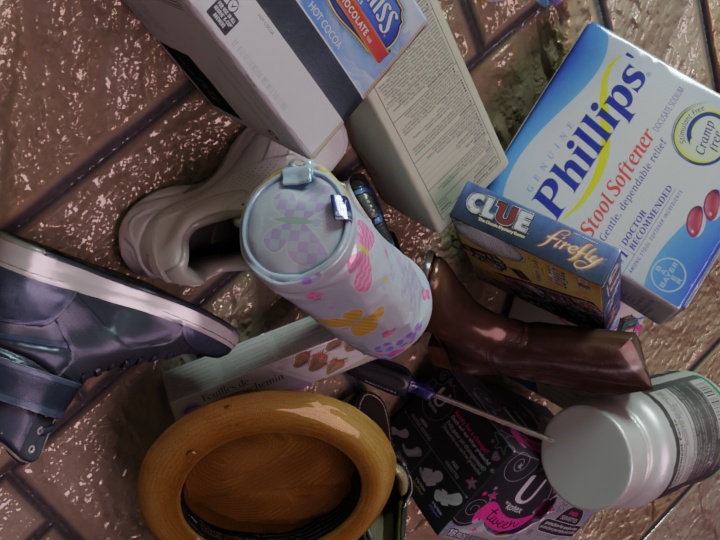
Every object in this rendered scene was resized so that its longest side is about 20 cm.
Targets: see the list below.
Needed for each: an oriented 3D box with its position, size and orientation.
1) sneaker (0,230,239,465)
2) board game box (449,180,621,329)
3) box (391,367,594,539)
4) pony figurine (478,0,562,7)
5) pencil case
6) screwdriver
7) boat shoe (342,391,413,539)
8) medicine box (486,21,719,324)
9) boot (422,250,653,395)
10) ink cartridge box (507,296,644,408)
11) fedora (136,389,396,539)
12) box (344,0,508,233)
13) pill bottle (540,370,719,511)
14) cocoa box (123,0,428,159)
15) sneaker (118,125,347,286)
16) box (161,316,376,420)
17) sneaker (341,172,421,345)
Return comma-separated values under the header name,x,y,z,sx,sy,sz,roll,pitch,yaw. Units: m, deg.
name,x,y,z,sx,sy,sz,roll,pitch,yaw
sneaker,-0.192,0.071,0.829,0.201,0.077,0.147,21,87,-36
board game box,0.155,-0.004,0.987,0.035,0.135,0.200,-61,163,-7
box,0.137,0.193,1.139,0.199,0.132,0.115,25,109,-45
pony figurine,0.161,-0.292,0.921,0.199,0.167,0.193,-13,153,-40
pencil case,-0.013,-0.002,0.830,0.083,0.091,0.200,-19,154,14
screwdriver,0.080,0.121,1.044,0.028,0.199,0.029,-62,175,-53
boat shoe,0.015,0.187,1.010,0.073,0.201,0.065,32,130,-32
medicine box,0.237,-0.084,1.029,0.183,0.199,0.103,-57,171,-5
boot,0.151,0.050,0.979,0.187,0.198,0.065,63,40,-62
ink cartridge box,0.218,0.028,1.141,0.067,0.116,0.202,-5,116,-47
fedora,-0.074,0.152,0.905,0.199,0.082,0.202,-5,122,-8
box,0.036,-0.135,0.925,0.095,0.078,0.201,-44,134,-15
pill bottle,0.262,0.160,1.088,0.199,0.113,0.114,-4,115,-48
cocoa box,-0.074,-0.198,0.756,0.131,0.133,0.200,-50,135,-9
sneaker,-0.076,-0.047,0.860,0.200,0.099,0.078,-39,130,-18
box,-0.060,0.072,0.936,0.199,0.042,0.039,-22,129,-8
sneaker,0.000,0.000,0.986,0.077,0.076,0.201,-22,135,5
